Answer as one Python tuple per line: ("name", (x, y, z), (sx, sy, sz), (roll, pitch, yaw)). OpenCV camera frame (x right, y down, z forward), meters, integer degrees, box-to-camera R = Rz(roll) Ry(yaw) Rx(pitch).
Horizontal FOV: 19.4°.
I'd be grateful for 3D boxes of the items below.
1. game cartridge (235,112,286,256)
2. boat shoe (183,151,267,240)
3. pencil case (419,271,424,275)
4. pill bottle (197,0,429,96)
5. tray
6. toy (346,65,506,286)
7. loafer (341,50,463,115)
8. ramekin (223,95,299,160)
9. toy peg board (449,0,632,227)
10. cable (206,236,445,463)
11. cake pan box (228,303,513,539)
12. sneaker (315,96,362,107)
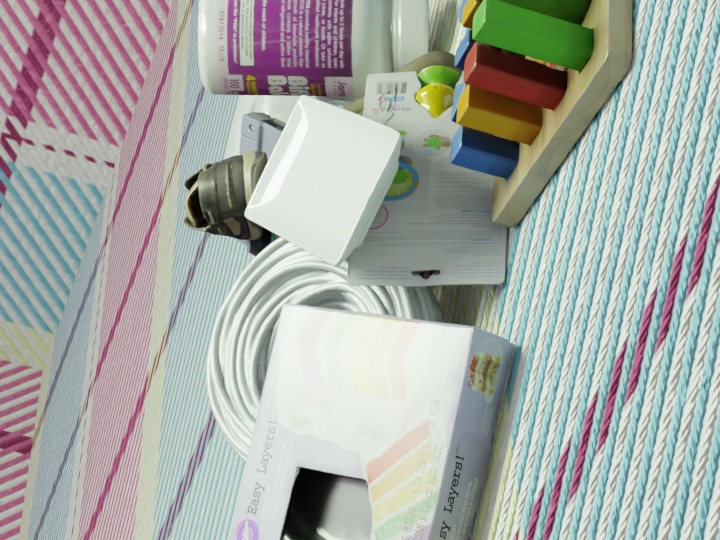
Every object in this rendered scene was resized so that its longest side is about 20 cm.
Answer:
("game cartridge", (-0.054, -0.057, 1.920), (0.200, 0.038, 0.131), (28, 115, 51))
("boat shoe", (-0.123, -0.069, 1.882), (0.200, 0.073, 0.075), (126, 141, -78))
("pencil case", (0.000, 0.000, 1.734), (0.200, 0.089, 0.078), (127, 142, -58))
("pill bottle", (-0.039, -0.209, 1.855), (0.112, 0.198, 0.113), (1, -90, -86))
("tray", (-0.025, -0.067, 1.578), (0.108, 0.022, 0.200), (-63, 26, 1))
("toy", (0.056, -0.063, 1.577), (0.047, 0.114, 0.201), (75, -163, -56))
("loafer", (0.008, -0.097, 1.696), (0.200, 0.076, 0.068), (-39, 51, 11))
("ramekin", (-0.075, -0.139, 2.177), (0.200, 0.097, 0.202), (-165, 90, -76))
("toy peg board", (0.105, -0.174, 1.479), (0.199, 0.097, 0.201), (123, 158, -52))
("cable", (-0.023, 0.068, 1.589), (0.199, 0.069, 0.201), (20, 86, 36))
("cake pan box", (0.002, 0.130, 1.469), (0.183, 0.052, 0.201), (8, 81, 43))
("sneaker", (-0.024, -0.087, 1.964), (0.200, 0.079, 0.131), (119, 165, -74))
